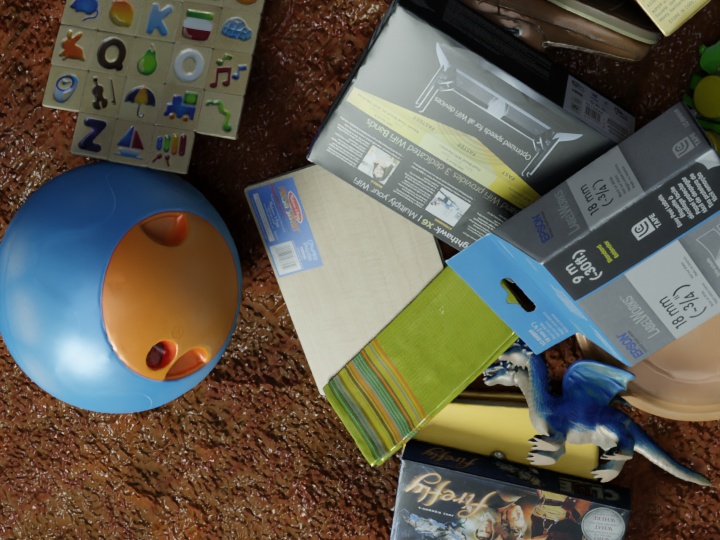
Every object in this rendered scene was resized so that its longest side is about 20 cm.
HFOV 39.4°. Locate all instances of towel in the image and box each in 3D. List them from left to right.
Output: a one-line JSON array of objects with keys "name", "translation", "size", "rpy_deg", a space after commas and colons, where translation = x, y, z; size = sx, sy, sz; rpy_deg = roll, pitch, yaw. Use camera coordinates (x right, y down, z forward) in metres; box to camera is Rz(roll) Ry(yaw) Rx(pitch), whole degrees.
[{"name": "towel", "translation": [0.052, 0.074, 0.852], "size": [0.200, 0.018, 0.086], "rpy_deg": [-46, 74, 24]}]

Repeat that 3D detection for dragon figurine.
[{"name": "dragon figurine", "translation": [0.190, 0.110, 0.815], "size": [0.196, 0.101, 0.059], "rpy_deg": [9, 149, 15]}]

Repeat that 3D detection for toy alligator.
[{"name": "toy alligator", "translation": [0.265, -0.140, 0.738], "size": [0.054, 0.058, 0.204], "rpy_deg": [28, 121, 47]}]

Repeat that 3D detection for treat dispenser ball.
[{"name": "treat dispenser ball", "translation": [-0.195, 0.013, 0.819], "size": [0.196, 0.201, 0.205], "rpy_deg": [4, 111, 11]}]

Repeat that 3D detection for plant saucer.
[{"name": "plant saucer", "translation": [0.269, 0.030, 0.809], "size": [0.196, 0.032, 0.205], "rpy_deg": [4, 111, 11]}]

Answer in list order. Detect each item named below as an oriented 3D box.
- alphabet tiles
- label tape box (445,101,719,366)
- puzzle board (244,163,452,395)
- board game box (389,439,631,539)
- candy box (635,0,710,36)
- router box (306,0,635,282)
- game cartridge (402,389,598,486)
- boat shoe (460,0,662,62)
[{"name": "alphabet tiles", "translation": [-0.162, -0.182, 0.795], "size": [0.163, 0.006, 0.204], "rpy_deg": [10, 83, 10]}, {"name": "label tape box", "translation": [0.183, -0.003, 0.723], "size": [0.199, 0.064, 0.144], "rpy_deg": [-35, 128, 18]}, {"name": "puzzle board", "translation": [0.000, 0.000, 0.870], "size": [0.148, 0.017, 0.203], "rpy_deg": [-15, 105, 19]}, {"name": "board game box", "translation": [0.125, 0.235, 0.885], "size": [0.196, 0.035, 0.138], "rpy_deg": [11, 114, 9]}, {"name": "candy box", "translation": [0.161, -0.258, 0.683], "size": [0.056, 0.117, 0.201], "rpy_deg": [-39, 97, 22]}, {"name": "router box", "translation": [0.079, -0.100, 0.754], "size": [0.198, 0.053, 0.158], "rpy_deg": [30, 133, -9]}, {"name": "game cartridge", "translation": [0.125, 0.205, 0.909], "size": [0.172, 0.033, 0.204], "rpy_deg": [3, 112, 12]}, {"name": "boat shoe", "translation": [0.122, -0.189, 0.748], "size": [0.197, 0.072, 0.069], "rpy_deg": [25, 119, 13]}]
